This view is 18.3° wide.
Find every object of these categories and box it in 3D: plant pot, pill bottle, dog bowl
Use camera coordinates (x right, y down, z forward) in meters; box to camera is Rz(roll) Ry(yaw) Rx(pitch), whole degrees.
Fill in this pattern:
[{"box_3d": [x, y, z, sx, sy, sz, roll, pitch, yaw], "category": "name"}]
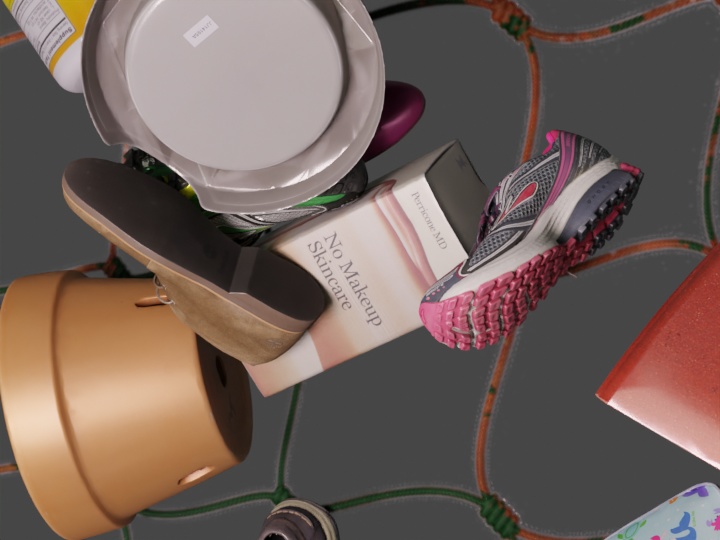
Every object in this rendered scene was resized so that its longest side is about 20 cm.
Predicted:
[{"box_3d": [-0.165, 0.087, 1.646, 0.140, 0.200, 0.200, -13, 92, 10], "category": "plant pot"}, {"box_3d": [-0.206, -0.209, 1.653, 0.109, 0.109, 0.200, -38, 81, 25], "category": "pill bottle"}, {"box_3d": [-0.081, -0.138, 1.464, 0.200, 0.059, 0.200, 1, 118, 3], "category": "dog bowl"}, {"box_3d": [0.296, 0.052, 1.415, 0.200, 0.200, 0.176, 31, 97, 19], "category": "plant pot"}]

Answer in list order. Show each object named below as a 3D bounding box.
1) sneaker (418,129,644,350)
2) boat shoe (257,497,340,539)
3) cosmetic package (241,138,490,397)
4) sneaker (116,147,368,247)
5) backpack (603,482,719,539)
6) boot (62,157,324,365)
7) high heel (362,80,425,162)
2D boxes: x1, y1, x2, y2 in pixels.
[{"box_3d": [0.104, -0.020, 1.500, 0.075, 0.200, 0.081, 37, 143, 19], "category": "sneaker"}, {"box_3d": [-0.059, 0.273, 1.675, 0.074, 0.073, 0.200, 0, 98, 26], "category": "boat shoe"}, {"box_3d": [0.000, 0.000, 1.588, 0.200, 0.087, 0.103, -27, 99, 27], "category": "cosmetic package"}, {"box_3d": [-0.078, -0.058, 1.584, 0.200, 0.078, 0.085, -3, 141, 33], "category": "sneaker"}, {"box_3d": [0.223, 0.248, 1.480, 0.200, 0.150, 0.178, -37, 41, 32], "category": "backpack"}, {"box_3d": [-0.128, -0.002, 1.539, 0.200, 0.074, 0.075, 34, 130, -8], "category": "boot"}, {"box_3d": [-0.056, -0.113, 1.596, 0.200, 0.096, 0.067, -15, 55, 28], "category": "high heel"}]
